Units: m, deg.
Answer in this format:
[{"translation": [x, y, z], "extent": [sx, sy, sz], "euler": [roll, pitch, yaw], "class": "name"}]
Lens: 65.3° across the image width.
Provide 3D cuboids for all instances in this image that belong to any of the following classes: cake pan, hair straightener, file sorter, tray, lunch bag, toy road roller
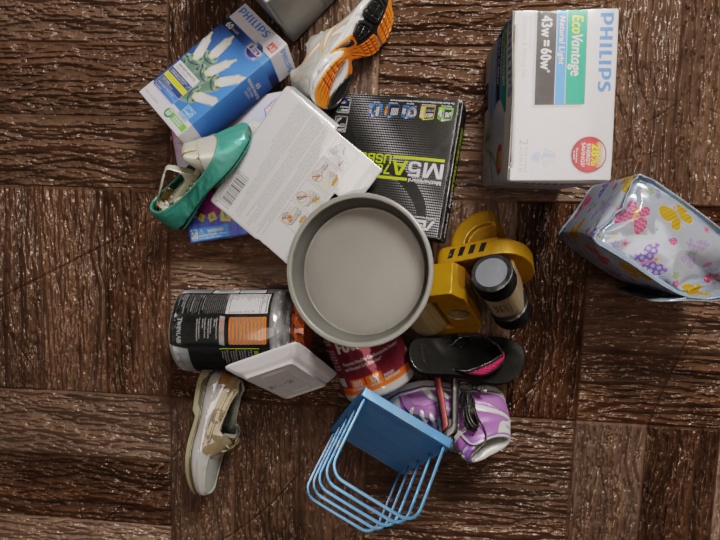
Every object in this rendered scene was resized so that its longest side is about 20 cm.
[{"translation": [0.000, 0.000, 0.750], "extent": [0.197, 0.037, 0.204], "euler": [-1, 87, 11], "class": "cake pan"}, {"translation": [0.146, 0.177, 0.811], "extent": [0.076, 0.202, 0.041], "euler": [-5, 138, 3], "class": "hair straightener"}, {"translation": [0.015, 0.280, 0.795], "extent": [0.138, 0.201, 0.123], "euler": [30, 57, 1], "class": "file sorter"}, {"translation": [-0.106, 0.153, 0.815], "extent": [0.106, 0.200, 0.022], "euler": [-19, 65, 6], "class": "tray"}, {"translation": [0.394, -0.026, 0.764], "extent": [0.199, 0.170, 0.128], "euler": [33, 96, 0], "class": "lunch bag"}, {"translation": [0.149, 0.003, 0.812], "extent": [0.197, 0.123, 0.148], "euler": [-11, 55, 25], "class": "toy road roller"}]

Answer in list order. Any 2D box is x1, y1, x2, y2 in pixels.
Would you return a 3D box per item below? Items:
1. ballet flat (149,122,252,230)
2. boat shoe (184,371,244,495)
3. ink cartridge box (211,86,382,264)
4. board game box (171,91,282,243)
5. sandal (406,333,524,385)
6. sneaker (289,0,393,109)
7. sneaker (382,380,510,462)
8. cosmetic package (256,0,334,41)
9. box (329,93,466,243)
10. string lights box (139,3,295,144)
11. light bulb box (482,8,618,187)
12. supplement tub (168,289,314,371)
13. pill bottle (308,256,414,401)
[{"translation": [-0.233, -0.137, 0.788], "extent": [0.070, 0.068, 0.200], "euler": [24, 121, -41], "class": "ballet flat"}, {"translation": [-0.229, 0.261, 0.891], "extent": [0.067, 0.075, 0.204], "euler": [7, 96, 9], "class": "boat shoe"}, {"translation": [-0.090, -0.125, 0.800], "extent": [0.173, 0.044, 0.201], "euler": [39, 107, -2], "class": "ink cartridge box"}, {"translation": [-0.178, -0.156, 0.859], "extent": [0.197, 0.041, 0.203], "euler": [-9, 95, 5], "class": "board game box"}, {"translation": [0.163, 0.123, 0.812], "extent": [0.197, 0.045, 0.076], "euler": [4, 53, -23], "class": "sandal"}, {"translation": [-0.033, -0.333, 0.812], "extent": [0.091, 0.076, 0.201], "euler": [30, 78, 31], "class": "sneaker"}, {"translation": [0.124, 0.227, 0.833], "extent": [0.197, 0.115, 0.074], "euler": [-4, 126, 6], "class": "sneaker"}, {"translation": [-0.091, -0.462, 0.758], "extent": [0.200, 0.165, 0.165], "euler": [-43, 90, 7], "class": "cosmetic package"}, {"translation": [0.039, -0.148, 0.803], "extent": [0.197, 0.047, 0.196], "euler": [10, 84, 19], "class": "box"}, {"translation": [-0.203, -0.274, 0.808], "extent": [0.200, 0.059, 0.103], "euler": [-43, 73, -5], "class": "string lights box"}, {"translation": [0.238, -0.210, 0.742], "extent": [0.123, 0.200, 0.202], "euler": [1, 96, 4], "class": "light bulb box"}, {"translation": [-0.173, 0.090, 0.844], "extent": [0.196, 0.123, 0.125], "euler": [0, 96, 4], "class": "supplement tub"}, {"translation": [-0.004, 0.079, 0.833], "extent": [0.113, 0.114, 0.203], "euler": [-22, 94, 6], "class": "pill bottle"}]
